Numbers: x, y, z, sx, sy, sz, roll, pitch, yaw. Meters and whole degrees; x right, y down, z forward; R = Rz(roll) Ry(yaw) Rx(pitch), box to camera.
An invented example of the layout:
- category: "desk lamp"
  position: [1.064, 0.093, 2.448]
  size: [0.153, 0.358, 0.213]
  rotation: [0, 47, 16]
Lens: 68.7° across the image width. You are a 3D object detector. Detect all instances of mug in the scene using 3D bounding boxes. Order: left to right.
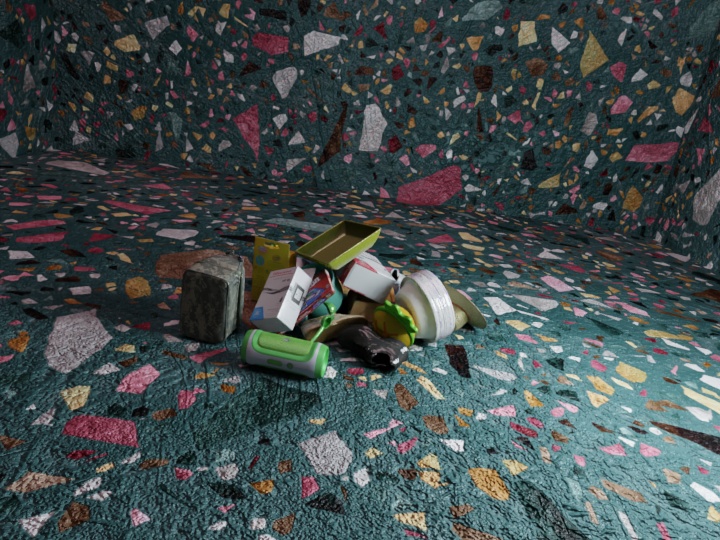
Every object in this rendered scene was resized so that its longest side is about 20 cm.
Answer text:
- category: "mug"
  position: [-0.136, 0.082, 1.534]
  size: [0.151, 0.115, 0.185]
  rotation: [28, 67, 39]

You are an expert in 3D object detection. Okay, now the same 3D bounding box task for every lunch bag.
- category: "lunch bag"
  position: [-0.370, 0.063, 1.370]
  size: [0.137, 0.203, 0.168]
  rotation: [11, 20, 5]

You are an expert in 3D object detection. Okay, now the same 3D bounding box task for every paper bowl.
- category: "paper bowl"
  position: [0.170, 0.109, 1.487]
  size: [0.103, 0.203, 0.200]
  rotation: [-22, 29, -18]

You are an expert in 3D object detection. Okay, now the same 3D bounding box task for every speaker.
- category: "speaker"
  position: [-0.178, 0.197, 1.251]
  size: [0.197, 0.090, 0.089]
  rotation: [11, 19, 6]

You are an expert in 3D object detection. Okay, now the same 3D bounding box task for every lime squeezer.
- category: "lime squeezer"
  position: [-0.102, 0.119, 1.385]
  size: [0.069, 0.038, 0.202]
  rotation: [9, 48, -5]

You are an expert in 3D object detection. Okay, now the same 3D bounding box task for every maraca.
- category: "maraca"
  position: [0.092, 0.144, 1.403]
  size: [0.137, 0.200, 0.107]
  rotation: [40, 67, 9]

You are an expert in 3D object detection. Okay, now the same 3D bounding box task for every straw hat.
- category: "straw hat"
  position: [0.285, 0.138, 1.611]
  size: [0.085, 0.202, 0.200]
  rotation: [-44, 39, -11]

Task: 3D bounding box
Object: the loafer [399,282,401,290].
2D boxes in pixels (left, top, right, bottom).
- category: "loafer"
  position: [0.154, 0.098, 1.705]
  size: [0.066, 0.077, 0.201]
  rotation: [10, 29, 2]

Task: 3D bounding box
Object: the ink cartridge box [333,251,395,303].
- category: "ink cartridge box"
  position: [0.000, 0.000, 1.575]
  size: [0.145, 0.084, 0.200]
  rotation: [25, 13, -25]

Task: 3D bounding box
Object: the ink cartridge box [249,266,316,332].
- category: "ink cartridge box"
  position: [-0.207, 0.062, 1.424]
  size: [0.115, 0.067, 0.202]
  rotation: [-10, 49, 39]

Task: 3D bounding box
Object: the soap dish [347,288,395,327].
- category: "soap dish"
  position: [0.039, 0.102, 1.622]
  size: [0.155, 0.082, 0.200]
  rotation: [7, 20, -4]

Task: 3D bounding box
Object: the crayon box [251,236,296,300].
- category: "crayon box"
  position: [-0.259, 0.002, 1.585]
  size: [0.125, 0.203, 0.051]
  rotation: [14, 20, 19]

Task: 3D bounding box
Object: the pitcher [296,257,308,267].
- category: "pitcher"
  position: [-0.169, 0.033, 1.699]
  size: [0.171, 0.122, 0.199]
  rotation: [34, 17, 24]

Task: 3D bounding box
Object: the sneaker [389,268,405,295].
- category: "sneaker"
  position: [0.128, 0.032, 1.855]
  size: [0.074, 0.088, 0.200]
  rotation: [12, 18, 15]

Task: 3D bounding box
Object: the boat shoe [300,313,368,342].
- category: "boat shoe"
  position: [-0.073, 0.148, 1.453]
  size: [0.198, 0.075, 0.069]
  rotation: [-5, 29, -33]

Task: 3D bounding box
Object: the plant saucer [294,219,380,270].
- category: "plant saucer"
  position: [-0.061, -0.068, 1.518]
  size: [0.199, 0.048, 0.199]
  rotation: [-34, 28, -24]

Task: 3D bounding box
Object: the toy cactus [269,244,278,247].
- category: "toy cactus"
  position: [-0.277, -0.024, 1.862]
  size: [0.163, 0.103, 0.200]
  rotation: [21, 10, -27]

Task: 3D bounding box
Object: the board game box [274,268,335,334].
- category: "board game box"
  position: [-0.159, 0.086, 1.427]
  size: [0.019, 0.199, 0.103]
  rotation: [45, 12, -35]

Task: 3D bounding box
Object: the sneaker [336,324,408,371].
- category: "sneaker"
  position: [0.021, 0.200, 1.356]
  size: [0.197, 0.077, 0.091]
  rotation: [14, 27, 23]

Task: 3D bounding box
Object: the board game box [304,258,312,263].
- category: "board game box"
  position: [-0.102, 0.003, 1.674]
  size: [0.198, 0.039, 0.158]
  rotation: [19, 14, -28]
